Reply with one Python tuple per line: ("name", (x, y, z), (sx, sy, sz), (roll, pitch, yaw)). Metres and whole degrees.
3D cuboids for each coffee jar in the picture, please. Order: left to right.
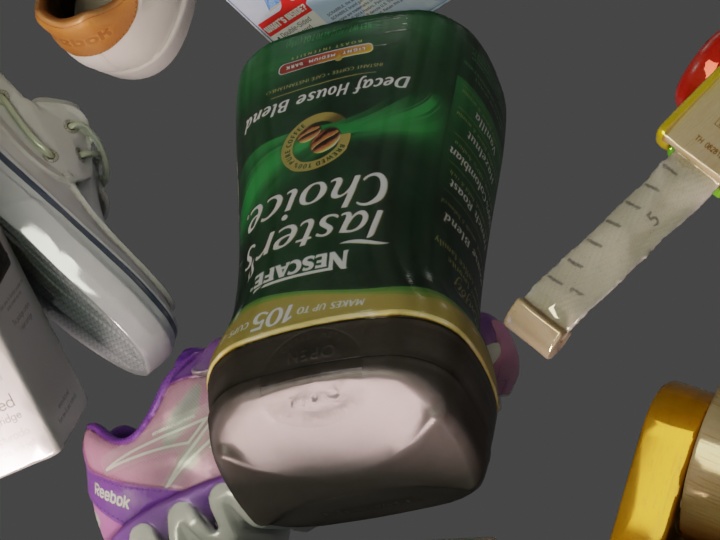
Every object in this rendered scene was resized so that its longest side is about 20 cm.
("coffee jar", (0.000, 0.000, 1.067), (0.104, 0.085, 0.200), (-12, 46, 16))

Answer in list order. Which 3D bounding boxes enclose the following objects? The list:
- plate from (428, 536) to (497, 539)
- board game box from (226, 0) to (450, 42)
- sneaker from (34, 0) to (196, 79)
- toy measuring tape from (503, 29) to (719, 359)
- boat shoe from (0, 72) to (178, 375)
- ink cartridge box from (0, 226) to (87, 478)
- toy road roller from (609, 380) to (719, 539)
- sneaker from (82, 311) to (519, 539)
("plate", (-0.016, 0.114, 1.057), (0.200, 0.200, 0.026), (-4, 85, 21))
("board game box", (-0.014, -0.185, 1.060), (0.200, 0.041, 0.199), (-28, 120, 38))
("sneaker", (-0.088, -0.181, 1.156), (0.073, 0.085, 0.201), (7, 86, 21))
("toy measuring tape", (0.127, -0.032, 1.062), (0.074, 0.074, 0.200), (40, 73, 17))
("boat shoe", (-0.137, -0.044, 1.179), (0.200, 0.074, 0.067), (43, 71, 13))
("ink cartridge box", (-0.204, -0.004, 1.114), (0.116, 0.067, 0.200), (-24, 102, 12))
("toy road roller", (0.135, 0.140, 1.033), (0.123, 0.146, 0.200), (18, 95, 20))
("sneaker", (-0.033, 0.059, 1.139), (0.200, 0.080, 0.089), (-30, 70, 18))
